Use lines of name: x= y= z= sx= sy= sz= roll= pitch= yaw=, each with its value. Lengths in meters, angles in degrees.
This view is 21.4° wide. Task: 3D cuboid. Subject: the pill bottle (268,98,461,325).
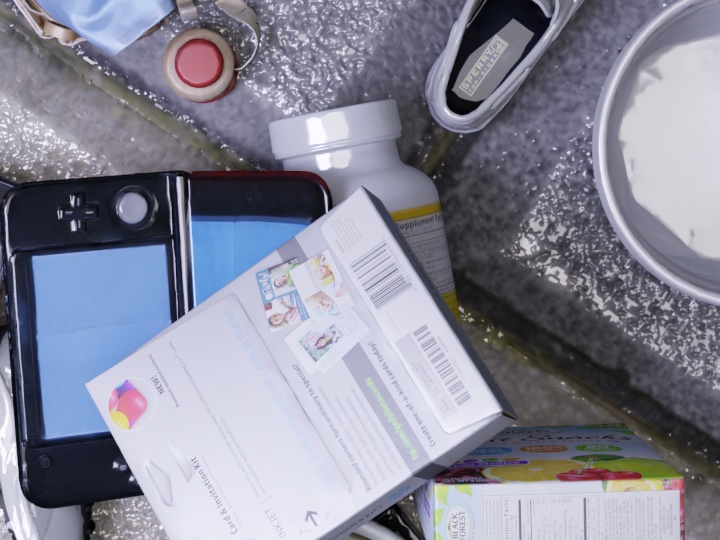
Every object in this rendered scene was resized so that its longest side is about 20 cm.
pill bottle: x=0.000 y=0.000 z=1.175 sx=0.112 sy=0.112 sz=0.200 roll=-11 pitch=93 yaw=-1

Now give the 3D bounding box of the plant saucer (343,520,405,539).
plant saucer: x=-0.034 y=0.242 z=1.175 sx=0.200 sy=0.050 sz=0.200 roll=0 pitch=93 yaw=-1

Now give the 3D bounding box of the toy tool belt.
toy tool belt: x=-0.150 y=-0.184 z=1.155 sx=0.125 sy=0.123 sz=0.200 roll=-40 pitch=94 yaw=1

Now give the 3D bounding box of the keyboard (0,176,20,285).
keyboard: x=-0.276 y=0.028 z=1.188 sx=0.127 sy=0.021 sz=0.200 roll=20 pitch=93 yaw=34

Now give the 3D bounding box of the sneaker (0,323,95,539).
sneaker: x=-0.191 y=0.125 z=1.198 sx=0.079 sy=0.074 sz=0.200 roll=-18 pitch=93 yaw=-6

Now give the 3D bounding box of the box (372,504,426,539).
box: x=0.021 y=0.273 z=1.225 sx=0.160 sy=0.044 sz=0.200 roll=-39 pitch=93 yaw=1

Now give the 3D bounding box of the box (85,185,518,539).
box: x=-0.036 y=0.073 z=1.068 sx=0.200 sy=0.041 sz=0.156 roll=-35 pitch=70 yaw=8

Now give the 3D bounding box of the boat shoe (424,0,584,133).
boat shoe: x=0.108 y=-0.174 z=1.191 sx=0.074 sy=0.065 sz=0.200 roll=26 pitch=92 yaw=-3

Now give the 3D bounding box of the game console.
game console: x=-0.113 y=0.044 z=1.130 sx=0.172 sy=0.119 sz=0.200 roll=-6 pitch=97 yaw=-24

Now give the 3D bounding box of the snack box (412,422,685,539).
snack box: x=0.106 y=0.131 z=1.141 sx=0.142 sy=0.200 sz=0.053 roll=-1 pitch=94 yaw=-1

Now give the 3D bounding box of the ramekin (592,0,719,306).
ramekin: x=0.238 y=-0.077 z=1.181 sx=0.200 sy=0.105 sz=0.200 roll=0 pitch=93 yaw=-1
